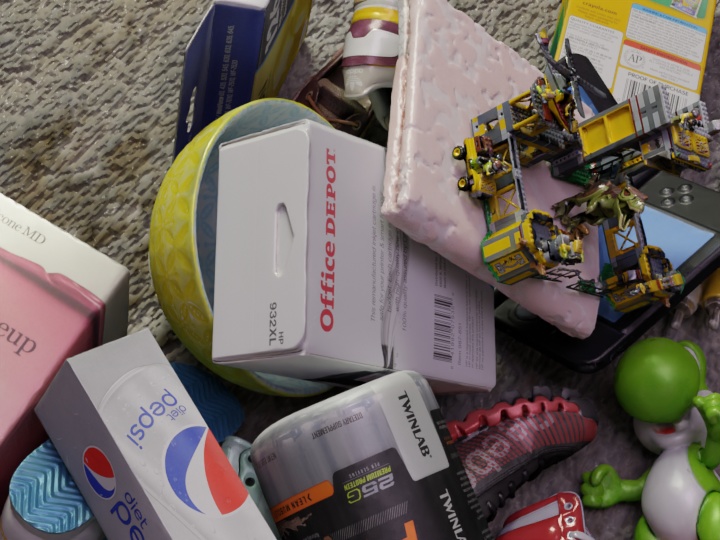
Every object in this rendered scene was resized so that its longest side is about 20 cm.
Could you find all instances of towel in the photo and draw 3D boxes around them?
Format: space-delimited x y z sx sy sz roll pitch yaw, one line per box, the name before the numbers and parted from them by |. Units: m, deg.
towel | 0.093 -0.073 0.988 0.199 0.032 0.193 29 51 -35

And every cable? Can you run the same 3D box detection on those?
cable | 0.276 -0.030 1.156 0.096 0.051 0.200 21 44 24

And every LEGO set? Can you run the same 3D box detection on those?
LEGO set | 0.168 -0.058 0.946 0.199 0.115 0.155 21 56 -40

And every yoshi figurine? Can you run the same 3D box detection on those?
yoshi figurine | 0.214 0.131 1.007 0.111 0.112 0.202 3 58 -3

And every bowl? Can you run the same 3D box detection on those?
bowl | -0.083 -0.011 1.003 0.199 0.107 0.202 12 75 -49

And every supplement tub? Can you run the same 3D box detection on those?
supplement tub | 0.021 0.173 0.878 0.122 0.123 0.201 -20 80 -21

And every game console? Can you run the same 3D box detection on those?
game console | 0.166 -0.048 1.071 0.200 0.117 0.175 -38 39 -21

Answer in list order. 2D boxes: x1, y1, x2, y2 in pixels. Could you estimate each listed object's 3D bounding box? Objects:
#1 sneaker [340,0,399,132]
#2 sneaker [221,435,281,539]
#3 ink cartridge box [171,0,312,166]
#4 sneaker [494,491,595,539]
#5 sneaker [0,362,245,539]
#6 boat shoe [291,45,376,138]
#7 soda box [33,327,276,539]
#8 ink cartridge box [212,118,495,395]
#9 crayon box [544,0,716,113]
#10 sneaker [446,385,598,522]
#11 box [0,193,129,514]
sneaker | 0.057 -0.133 1.107 0.199 0.075 0.091 24 74 -40
sneaker | -0.108 0.171 0.930 0.199 0.074 0.119 -2 68 -24
ink cartridge box | -0.079 -0.167 1.052 0.047 0.198 0.201 20 60 0
sneaker | 0.161 0.211 0.933 0.199 0.072 0.113 10 49 32
sneaker | -0.158 0.127 0.948 0.077 0.081 0.199 44 43 15
boat shoe | -0.027 -0.119 1.108 0.072 0.072 0.200 35 60 8
soda box | -0.112 0.139 0.857 0.063 0.068 0.201 -21 71 -41
ink cartridge box | 0.000 0.000 0.951 0.199 0.083 0.147 15 71 -49
crayon box | 0.229 -0.199 1.219 0.125 0.052 0.201 19 60 -2
sneaker | 0.079 0.142 0.990 0.199 0.071 0.099 -13 65 -16
box | -0.255 0.066 0.938 0.127 0.109 0.201 29 60 5
